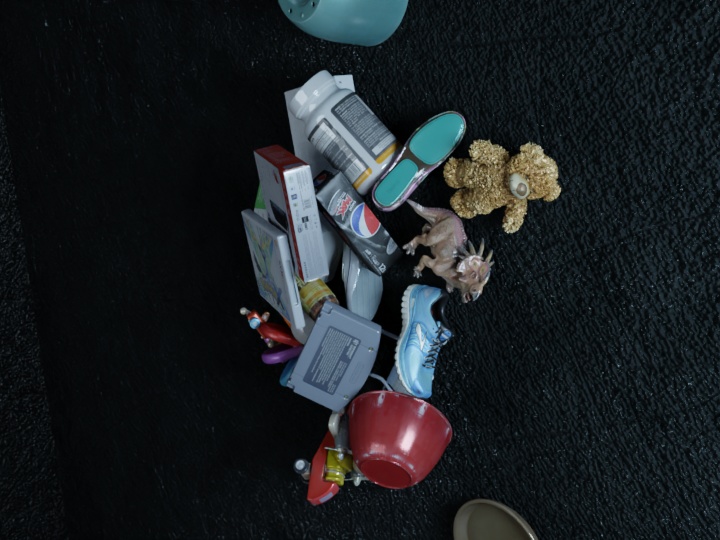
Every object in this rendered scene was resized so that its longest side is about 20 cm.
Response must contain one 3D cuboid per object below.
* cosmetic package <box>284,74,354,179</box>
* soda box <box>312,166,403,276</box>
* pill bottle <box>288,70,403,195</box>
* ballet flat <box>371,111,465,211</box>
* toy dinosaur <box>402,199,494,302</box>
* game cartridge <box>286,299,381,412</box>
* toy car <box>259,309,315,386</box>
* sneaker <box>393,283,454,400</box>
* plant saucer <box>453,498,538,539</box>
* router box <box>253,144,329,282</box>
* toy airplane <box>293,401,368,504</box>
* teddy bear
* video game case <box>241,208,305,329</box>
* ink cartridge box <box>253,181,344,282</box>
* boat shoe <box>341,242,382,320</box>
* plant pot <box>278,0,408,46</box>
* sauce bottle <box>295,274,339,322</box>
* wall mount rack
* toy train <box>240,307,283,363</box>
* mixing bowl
[{"bbox_3d":[-0.065,-0.254,1.364,0.150,0.051,0.203,0,103,48],"label":"cosmetic package"},{"bbox_3d":[-0.012,-0.085,1.267,0.200,0.063,0.071,50,172,-27],"label":"soda box"},{"bbox_3d":[-0.025,-0.237,1.237,0.200,0.116,0.116,48,136,-1],"label":"pill bottle"},{"bbox_3d":[0.094,-0.179,1.184,0.069,0.071,0.200,42,97,5],"label":"ballet flat"},{"bbox_3d":[0.150,-0.040,1.178,0.135,0.085,0.202,-30,75,48],"label":"toy dinosaur"},{"bbox_3d":[-0.044,0.163,1.327,0.132,0.042,0.201,24,116,-6],"label":"game cartridge"},{"bbox_3d":[-0.128,0.147,1.452,0.175,0.148,0.203,-146,48,-80],"label":"toy car"},{"bbox_3d":[0.115,0.121,1.241,0.089,0.078,0.203,-4,77,34],"label":"sneaker"},{"bbox_3d":[0.250,0.500,1.284,0.199,0.029,0.203,17,114,44],"label":"plant saucer"},{"bbox_3d":[-0.123,-0.104,1.269,0.179,0.048,0.202,-140,37,-59],"label":"router box"},{"bbox_3d":[-0.028,0.356,1.444,0.140,0.199,0.202,20,106,24],"label":"toy airplane"},{"bbox_3d":[0.204,-0.131,1.099,0.199,0.066,0.147,20,119,43],"label":"teddy bear"},{"bbox_3d":[-0.166,-0.006,1.352,0.200,0.022,0.185,33,137,58],"label":"video game case"},{"bbox_3d":[-0.128,-0.083,1.464,0.200,0.083,0.147,42,131,29],"label":"ink cartridge box"},{"bbox_3d":[0.000,0.000,1.375,0.067,0.073,0.203,22,110,58],"label":"boat shoe"},{"bbox_3d":[-0.043,-0.475,1.185,0.199,0.160,0.203,17,115,42],"label":"plant pot"},{"bbox_3d":[-0.120,0.013,1.377,0.200,0.066,0.066,47,132,26],"label":"sauce bottle"},{"bbox_3d":[0.050,0.186,1.366,0.174,0.074,0.201,48,132,29],"label":"wall mount rack"},{"bbox_3d":[-0.197,0.124,1.568,0.151,0.055,0.200,52,173,-7],"label":"toy train"},{"bbox_3d":[0.058,0.321,1.301,0.197,0.109,0.202,12,137,11],"label":"mixing bowl"}]
